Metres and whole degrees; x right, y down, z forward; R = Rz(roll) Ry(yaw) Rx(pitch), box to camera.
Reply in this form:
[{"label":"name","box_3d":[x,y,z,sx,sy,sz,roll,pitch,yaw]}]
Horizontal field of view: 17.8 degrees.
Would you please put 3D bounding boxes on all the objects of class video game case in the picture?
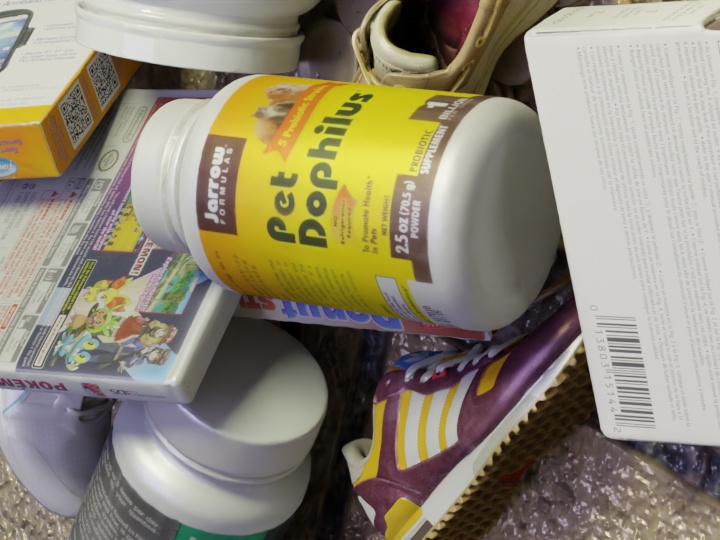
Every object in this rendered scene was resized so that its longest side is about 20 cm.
[{"label":"video game case","box_3d":[-0.131,-0.019,1.239,0.181,0.023,0.201,3,52,30]}]

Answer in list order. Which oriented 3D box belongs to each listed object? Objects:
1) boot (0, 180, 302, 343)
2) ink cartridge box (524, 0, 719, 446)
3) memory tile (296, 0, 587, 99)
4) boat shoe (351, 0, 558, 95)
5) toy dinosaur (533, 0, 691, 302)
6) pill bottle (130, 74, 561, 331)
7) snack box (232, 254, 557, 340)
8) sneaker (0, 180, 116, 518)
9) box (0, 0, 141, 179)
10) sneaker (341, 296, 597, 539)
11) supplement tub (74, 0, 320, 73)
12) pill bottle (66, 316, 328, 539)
[{"label":"boot","box_3d":[-0.124,-0.016,1.342,0.199,0.068,0.190,-6,89,45]},{"label":"ink cartridge box","box_3d":[0.170,-0.018,1.009,0.175,0.045,0.201,3,115,38]},{"label":"memory tile","box_3d":[0.044,-0.134,1.195,0.153,0.017,0.201,51,127,30]},{"label":"boat shoe","box_3d":[0.031,-0.115,1.148,0.074,0.066,0.200,56,130,27]},{"label":"toy dinosaur","box_3d":[0.138,-0.080,1.085,0.106,0.060,0.201,-173,88,-68]},{"label":"pill bottle","box_3d":[-0.010,-0.036,1.110,0.199,0.109,0.110,8,99,33]},{"label":"snack box","box_3d":[0.000,0.000,1.191,0.199,0.072,0.024,4,127,37]},{"label":"sneaker","box_3d":[-0.167,0.045,1.321,0.080,0.070,0.202,-3,98,35]},{"label":"box","box_3d":[-0.188,-0.119,1.320,0.118,0.200,0.042,-2,123,24]},{"label":"sneaker","box_3d":[0.054,0.064,1.158,0.090,0.075,0.200,53,127,22]},{"label":"supplement tub","box_3d":[-0.080,-0.214,1.222,0.145,0.145,0.201,19,106,43]},{"label":"pill bottle","box_3d":[-0.093,0.125,1.269,0.113,0.113,0.201,52,137,29]}]
